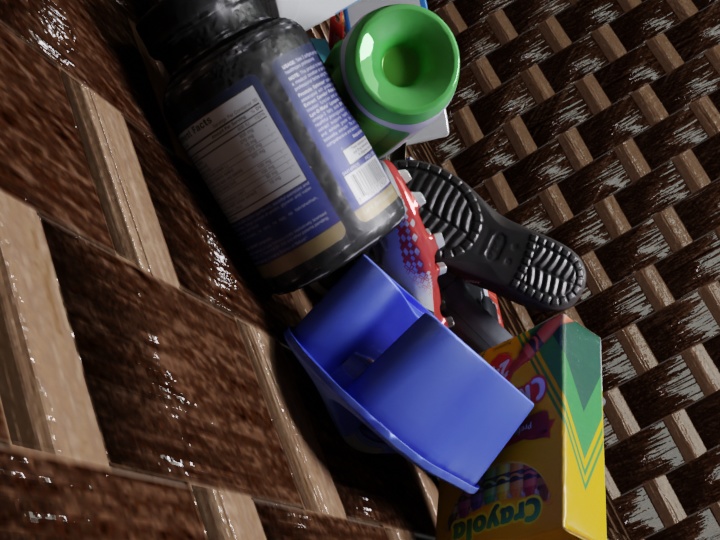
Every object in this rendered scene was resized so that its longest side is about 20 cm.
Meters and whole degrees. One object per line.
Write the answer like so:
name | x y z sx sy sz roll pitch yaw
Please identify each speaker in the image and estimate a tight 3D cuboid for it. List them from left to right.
speaker | 0.013 -0.134 0.753 0.089 0.088 0.200 60 -10 -3

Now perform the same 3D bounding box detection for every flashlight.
flashlight | 0.118 0.065 0.869 0.200 0.068 0.068 45 -37 15

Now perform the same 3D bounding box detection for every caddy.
caddy | 0.029 0.081 0.686 0.141 0.105 0.200 43 2 35

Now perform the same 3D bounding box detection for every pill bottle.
pill bottle | -0.062 -0.095 0.674 0.201 0.111 0.112 60 10 -8

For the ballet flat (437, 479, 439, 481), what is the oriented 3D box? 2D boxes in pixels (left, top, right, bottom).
ballet flat | 0.109 0.175 0.891 0.200 0.068 0.068 43 22 -33

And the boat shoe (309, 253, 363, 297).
boat shoe | 0.000 0.000 0.875 0.067 0.057 0.200 64 11 16

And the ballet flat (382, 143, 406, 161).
ballet flat | 0.029 -0.113 0.914 0.067 0.046 0.203 -12 112 -59

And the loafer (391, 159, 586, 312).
loafer | 0.091 -0.019 0.847 0.199 0.073 0.071 34 -13 11

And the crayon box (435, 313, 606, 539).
crayon box | 0.117 0.145 0.736 0.051 0.126 0.202 30 48 -29

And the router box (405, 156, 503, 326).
router box | 0.086 0.015 1.022 0.179 0.048 0.202 39 35 -51

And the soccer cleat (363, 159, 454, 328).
soccer cleat | 0.022 0.008 0.781 0.069 0.084 0.202 -116 -171 -50

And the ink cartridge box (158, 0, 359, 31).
ink cartridge box | -0.087 -0.243 0.782 0.199 0.115 0.069 23 -43 42

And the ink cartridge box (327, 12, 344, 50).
ink cartridge box | -0.010 -0.192 1.075 0.161 0.049 0.203 -72 169 -79

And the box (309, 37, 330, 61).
box | -0.040 -0.128 0.937 0.201 0.048 0.083 -109 -154 -42

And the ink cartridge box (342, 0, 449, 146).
ink cartridge box | 0.040 -0.203 1.039 0.200 0.083 0.148 -63 141 -80

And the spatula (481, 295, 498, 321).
spatula | 0.129 0.085 0.944 0.056 0.020 0.201 42 23 -25
